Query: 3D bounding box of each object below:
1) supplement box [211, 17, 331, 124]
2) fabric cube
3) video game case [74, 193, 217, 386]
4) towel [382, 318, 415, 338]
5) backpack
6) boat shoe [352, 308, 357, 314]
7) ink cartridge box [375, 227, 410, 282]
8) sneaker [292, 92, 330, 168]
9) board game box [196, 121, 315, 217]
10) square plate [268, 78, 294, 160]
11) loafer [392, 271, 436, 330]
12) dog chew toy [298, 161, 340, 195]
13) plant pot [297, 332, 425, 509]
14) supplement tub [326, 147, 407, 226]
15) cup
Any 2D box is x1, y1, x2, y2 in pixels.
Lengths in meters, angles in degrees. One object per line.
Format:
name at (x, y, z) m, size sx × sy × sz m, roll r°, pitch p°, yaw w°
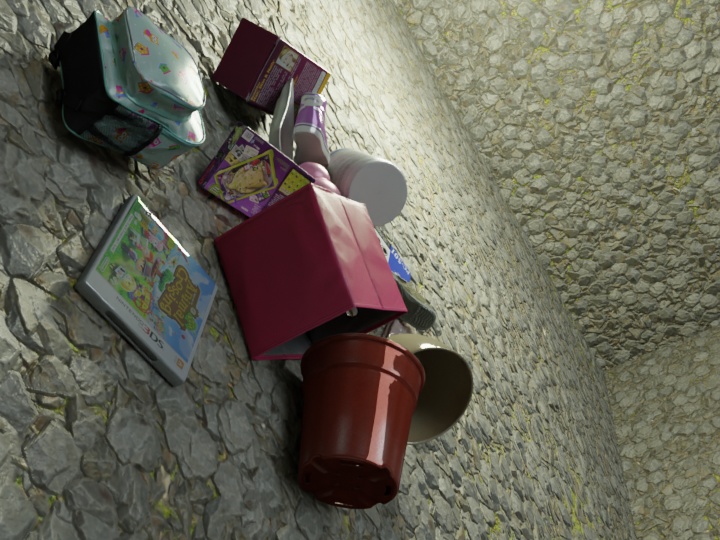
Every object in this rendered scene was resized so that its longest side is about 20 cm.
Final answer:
supplement box at (-0.166, -0.369, 1.526) m, size 0.103 × 0.132 × 0.200 m, roll 34°, pitch 8°, yaw 26°
fabric cube at (-0.076, 0.011, 1.260) m, size 0.200 × 0.195 × 0.201 m, roll 11°, pitch 54°, yaw -63°
video game case at (-0.267, 0.021, 1.041) m, size 0.183 × 0.022 × 0.201 m, roll 53°, pitch 24°, yaw -27°
towel at (0.108, 0.205, 1.692) m, size 0.201 × 0.032 × 0.191 m, roll 60°, pitch 21°, yaw -12°
backpack at (-0.298, -0.241, 1.095) m, size 0.200 × 0.152 × 0.177 m, roll 40°, pitch 26°, yaw -59°
boat shoe at (-0.003, 0.000, 1.612) m, size 0.068 × 0.073 × 0.201 m, roll 57°, pitch 17°, yaw -75°
ink cartridge box at (0.042, -0.033, 1.783) m, size 0.201 × 0.044 × 0.094 m, roll 54°, pitch 25°, yaw -25°
sneaker at (-0.089, -0.274, 1.566) m, size 0.201 × 0.072 × 0.116 m, roll 103°, pitch -7°, yaw -72°
board game box at (-0.168, -0.149, 1.335) m, size 0.032 × 0.121 × 0.200 m, roll 32°, pitch -1°, yaw 37°
square plate at (-0.145, -0.218, 1.465) m, size 0.201 × 0.028 × 0.200 m, roll -86°, pitch 180°, yaw -52°
loafer at (0.076, 0.053, 1.716) m, size 0.200 × 0.075 × 0.070 m, roll 41°, pitch 14°, yaw -19°
dog chew toy at (-0.084, -0.110, 1.466) m, size 0.124 × 0.124 × 0.202 m, roll 32°, pitch 39°, yaw -53°
plant pot at (-0.008, 0.233, 1.200) m, size 0.201 × 0.199 × 0.196 m, roll 49°, pitch 34°, yaw -34°
supplement tub at (-0.002, -0.171, 1.615) m, size 0.132 × 0.132 × 0.200 m, roll 53°, pitch -7°, yaw -25°
cup at (0.090, 0.197, 1.483) m, size 0.201 × 0.200 × 0.143 m, roll 50°, pitch 0°, yaw -31°
